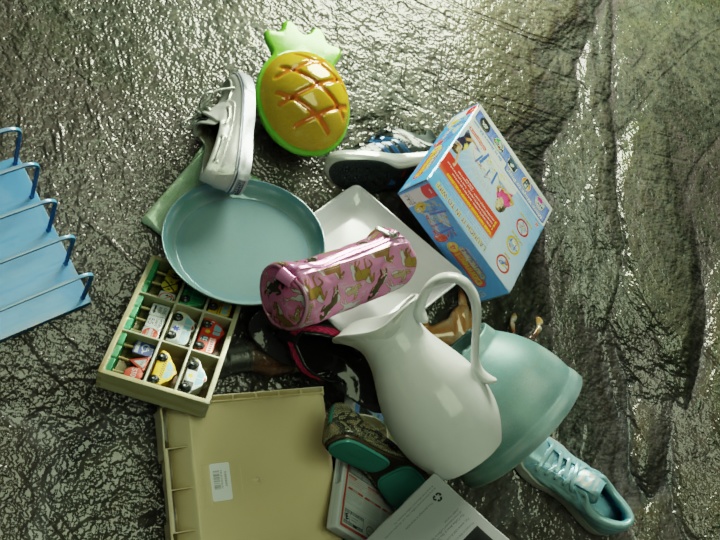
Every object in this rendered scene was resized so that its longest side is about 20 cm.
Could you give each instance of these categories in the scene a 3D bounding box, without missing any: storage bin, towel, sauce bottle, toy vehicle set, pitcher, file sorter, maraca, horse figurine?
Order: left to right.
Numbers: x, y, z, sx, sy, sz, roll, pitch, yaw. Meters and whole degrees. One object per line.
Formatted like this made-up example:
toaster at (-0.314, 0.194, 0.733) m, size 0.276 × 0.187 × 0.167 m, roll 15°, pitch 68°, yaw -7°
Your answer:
file sorter at (-0.401, -0.039, 1.029) m, size 0.139 × 0.123 × 0.200 m, roll -25°, pitch 83°, yaw -29°
toy vehicle set at (-0.212, 0.071, 1.069) m, size 0.124 × 0.027 × 0.200 m, roll 17°, pitch 40°, yaw -5°
towel at (-0.158, -0.060, 1.200) m, size 0.200 × 0.023 × 0.153 m, roll 37°, pitch 62°, yaw -8°
storage bin at (-0.131, 0.246, 1.065) m, size 0.198 × 0.094 × 0.200 m, roll -1°, pitch 74°, yaw -24°
sauce bottle at (-0.089, 0.096, 1.151) m, size 0.200 × 0.066 × 0.066 m, roll -7°, pitch 75°, yaw -27°
maraca at (-0.077, -0.247, 1.252) m, size 0.137 × 0.107 × 0.200 m, roll 9°, pitch 68°, yaw -28°
pitcher at (0.089, 0.116, 1.024) m, size 0.200 × 0.171 × 0.121 m, roll 57°, pitch 22°, yaw -1°
horse figurine at (0.174, 0.088, 1.279) m, size 0.200 × 0.050 × 0.133 m, roll 36°, pitch 56°, yaw -6°

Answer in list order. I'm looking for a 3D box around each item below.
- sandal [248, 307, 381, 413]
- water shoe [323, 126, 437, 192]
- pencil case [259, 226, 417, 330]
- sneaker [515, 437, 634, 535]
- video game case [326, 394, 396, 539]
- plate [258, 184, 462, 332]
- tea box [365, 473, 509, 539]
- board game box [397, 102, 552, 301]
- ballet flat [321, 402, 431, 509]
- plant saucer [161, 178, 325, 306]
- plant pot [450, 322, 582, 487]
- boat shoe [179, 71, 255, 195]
sandal at (-0.040, 0.099, 1.086) m, size 0.200 × 0.045 × 0.075 m, roll 31°, pitch 90°, yaw 5°
water shoe at (0.029, -0.160, 1.301) m, size 0.200 × 0.072 × 0.079 m, roll -3°, pitch 54°, yaw -31°
pencil case at (-0.025, 0.007, 1.084) m, size 0.200 × 0.083 × 0.087 m, roll -22°, pitch 106°, yaw -41°
sneaker at (0.290, 0.278, 1.244) m, size 0.200 × 0.082 × 0.074 m, roll 39°, pitch 61°, yaw -7°
video game case at (0.020, 0.240, 1.116) m, size 0.143 × 0.017 × 0.200 m, roll 42°, pitch 43°, yaw -38°
plate at (0.000, 0.000, 1.195) m, size 0.200 × 0.032 × 0.200 m, roll 42°, pitch 53°, yaw 14°
tea box at (0.072, 0.368, 1.013) m, size 0.200 × 0.197 × 0.134 m, roll -40°, pitch 52°, yaw -17°
board game box at (0.166, -0.095, 1.284) m, size 0.200 × 0.056 × 0.196 m, roll 52°, pitch 47°, yaw -18°
ballet flat at (0.029, 0.214, 1.072) m, size 0.200 × 0.068 × 0.075 m, roll 44°, pitch 30°, yaw -32°
plant saucer at (-0.143, -0.032, 1.139) m, size 0.200 × 0.027 × 0.200 m, roll 7°, pitch 51°, yaw -8°
plant pot at (0.158, 0.152, 1.163) m, size 0.134 × 0.200 × 0.200 m, roll 47°, pitch 61°, yaw -2°
boat shoe at (-0.187, -0.186, 1.186) m, size 0.086 × 0.075 × 0.202 m, roll 14°, pitch 53°, yaw -23°
